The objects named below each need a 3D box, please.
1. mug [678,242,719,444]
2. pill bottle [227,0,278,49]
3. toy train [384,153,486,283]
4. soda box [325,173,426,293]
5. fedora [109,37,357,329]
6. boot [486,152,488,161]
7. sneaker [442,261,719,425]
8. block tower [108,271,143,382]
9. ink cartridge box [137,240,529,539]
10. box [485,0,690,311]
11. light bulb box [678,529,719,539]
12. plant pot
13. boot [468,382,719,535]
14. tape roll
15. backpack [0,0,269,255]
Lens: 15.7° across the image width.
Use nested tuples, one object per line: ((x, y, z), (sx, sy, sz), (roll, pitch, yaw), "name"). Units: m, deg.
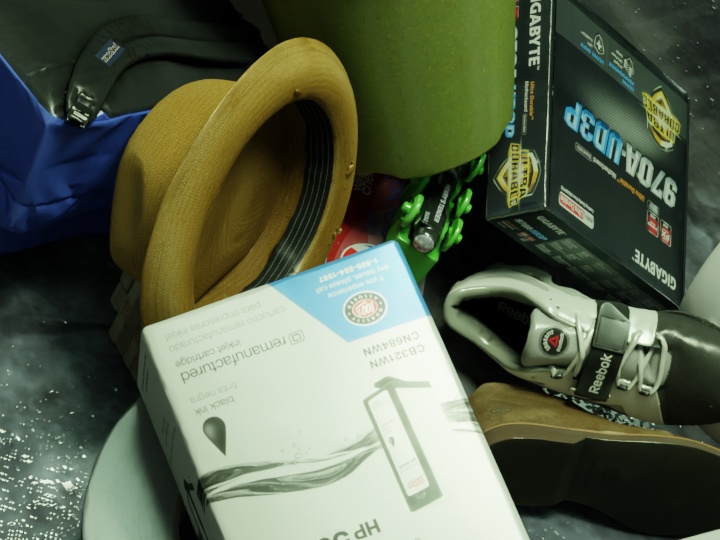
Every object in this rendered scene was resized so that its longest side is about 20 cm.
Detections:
((0.284, 0.060, 1.671), (0.175, 0.148, 0.200), (37, 45, 18), "mug")
((-0.105, -0.208, 1.683), (0.113, 0.114, 0.200), (-15, 33, -41), "pill bottle")
((0.053, -0.067, 1.627), (0.042, 0.056, 0.200), (31, 39, -9), "toy train")
((0.000, 0.000, 1.617), (0.070, 0.064, 0.200), (24, 40, -11), "soda box")
((-0.080, -0.043, 1.455), (0.082, 0.201, 0.200), (22, 34, 28), "fedora")
((0.087, -0.154, 1.767), (0.066, 0.201, 0.175), (-14, 15, -3), "boot")
((0.139, 0.051, 1.599), (0.199, 0.074, 0.088), (16, 12, 24), "sneaker")
((-0.076, 0.083, 1.492), (0.058, 0.054, 0.200), (-8, 54, -36), "block tower")
((-0.011, 0.107, 1.313), (0.145, 0.084, 0.201), (-20, 70, -14), "ink cartridge box")
((0.149, -0.075, 1.684), (0.200, 0.046, 0.160), (33, 55, -51), "box")
((0.165, 0.262, 1.402), (0.199, 0.125, 0.199), (-9, 54, -39), "light bulb box")
((0.019, -0.164, 1.548), (0.199, 0.191, 0.200), (-8, 33, 5), "plant pot")
((0.155, 0.109, 1.602), (0.199, 0.074, 0.076), (13, 31, -19), "boot")
((-0.048, 0.145, 1.375), (0.199, 0.066, 0.201), (3, 67, -6), "tape roll")
((-0.165, -0.106, 1.542), (0.199, 0.168, 0.163), (-17, 61, -42), "backpack")
